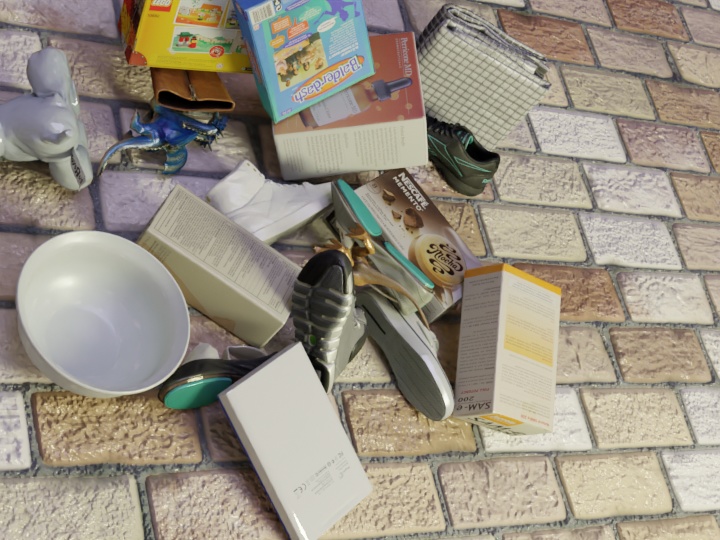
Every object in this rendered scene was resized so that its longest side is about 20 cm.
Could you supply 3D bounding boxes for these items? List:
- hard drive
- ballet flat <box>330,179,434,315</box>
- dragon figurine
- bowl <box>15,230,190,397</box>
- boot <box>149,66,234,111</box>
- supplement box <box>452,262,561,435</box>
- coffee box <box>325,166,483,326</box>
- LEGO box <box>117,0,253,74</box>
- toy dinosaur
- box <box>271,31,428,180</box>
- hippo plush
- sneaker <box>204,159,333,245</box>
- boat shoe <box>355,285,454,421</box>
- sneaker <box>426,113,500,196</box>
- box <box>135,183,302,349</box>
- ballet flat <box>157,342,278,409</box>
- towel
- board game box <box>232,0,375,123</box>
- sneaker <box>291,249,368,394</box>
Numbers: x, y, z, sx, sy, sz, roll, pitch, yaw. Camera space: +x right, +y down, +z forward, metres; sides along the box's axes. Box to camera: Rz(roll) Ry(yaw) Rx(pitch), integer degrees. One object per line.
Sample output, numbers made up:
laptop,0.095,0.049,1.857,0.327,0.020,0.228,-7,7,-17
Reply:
hard drive,-0.073,0.201,1.548,0.132,0.025,0.200,-34,101,-44
ballet flat,0.012,-0.026,1.712,0.200,0.064,0.067,50,14,9
dragon figurine,-0.243,-0.163,1.689,0.099,0.059,0.200,35,39,2
bowl,-0.297,0.063,1.485,0.201,0.090,0.202,17,52,-24
boot,-0.200,-0.281,1.755,0.188,0.069,0.200,4,38,-32
supplement box,0.193,0.105,1.750,0.126,0.073,0.201,23,66,-41
coffee box,0.064,-0.031,1.803,0.113,0.080,0.200,-32,82,-43
LEGO box,-0.187,-0.329,1.670,0.199,0.149,0.077,1,47,-25
toy dinosaur,0.000,0.000,1.679,0.200,0.106,0.060,12,49,23
box,-0.017,-0.221,1.798,0.199,0.106,0.153,-7,58,1
hippo plush,-0.403,-0.149,1.549,0.160,0.160,0.200,-11,47,-6
sneaker,-0.109,-0.104,1.739,0.200,0.074,0.116,-28,82,-41
boat shoe,0.071,0.097,1.726,0.067,0.074,0.200,-22,74,-41
sneaker,0.117,-0.195,1.953,0.200,0.079,0.075,36,47,-8
box,-0.172,-0.004,1.624,0.200,0.078,0.095,36,47,-9
ballet flat,-0.161,0.122,1.563,0.200,0.068,0.068,4,48,-45
towel,0.163,-0.288,1.990,0.200,0.166,0.086,25,43,-19
board game box,-0.068,-0.293,1.666,0.152,0.200,0.045,-28,54,-11
sneaker,-0.029,0.048,1.630,0.075,0.200,0.115,24,32,20
